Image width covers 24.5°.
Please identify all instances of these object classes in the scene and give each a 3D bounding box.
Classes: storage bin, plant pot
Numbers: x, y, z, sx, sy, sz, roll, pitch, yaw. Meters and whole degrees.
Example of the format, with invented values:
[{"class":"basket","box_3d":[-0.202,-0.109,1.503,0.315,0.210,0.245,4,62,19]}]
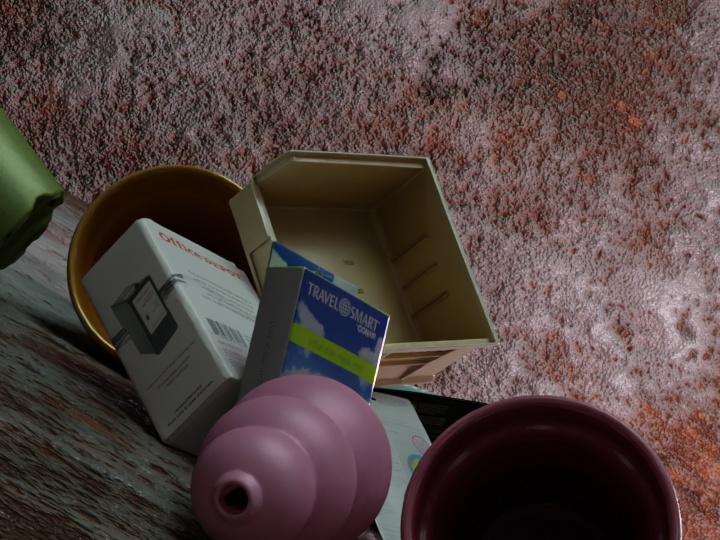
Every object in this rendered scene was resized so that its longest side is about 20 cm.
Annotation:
[{"class":"storage bin","box_3d":[0.000,0.000,1.533,0.198,0.094,0.201,0,63,-44]},{"class":"plant pot","box_3d":[0.136,0.214,1.243,0.199,0.200,0.179,31,-16,18]},{"class":"plant pot","box_3d":[-0.178,0.020,1.626,0.200,0.201,0.183,31,-15,6]},{"class":"plant pot","box_3d":[-0.373,-0.090,1.483,0.190,0.200,0.200,43,1,2]}]

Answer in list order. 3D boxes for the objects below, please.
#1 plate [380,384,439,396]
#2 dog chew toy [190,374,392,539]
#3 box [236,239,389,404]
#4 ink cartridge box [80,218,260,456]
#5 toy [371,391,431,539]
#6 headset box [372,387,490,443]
[{"class":"plate","box_3d":[0.035,0.136,1.698,0.199,0.026,0.200,16,-14,4]},{"class":"dog chew toy","box_3d":[-0.051,0.135,1.087,0.124,0.125,0.200,31,8,11]},{"class":"box","box_3d":[-0.041,0.089,1.319,0.047,0.201,0.122,-1,-20,38]},{"class":"ink cartridge box","box_3d":[-0.131,0.068,1.403,0.145,0.084,0.200,30,20,-49]},{"class":"toy","box_3d":[0.025,0.185,1.398,0.115,0.047,0.200,20,31,-41]},{"class":"headset box","box_3d":[0.110,0.191,1.566,0.173,0.093,0.200,4,-18,42]}]
